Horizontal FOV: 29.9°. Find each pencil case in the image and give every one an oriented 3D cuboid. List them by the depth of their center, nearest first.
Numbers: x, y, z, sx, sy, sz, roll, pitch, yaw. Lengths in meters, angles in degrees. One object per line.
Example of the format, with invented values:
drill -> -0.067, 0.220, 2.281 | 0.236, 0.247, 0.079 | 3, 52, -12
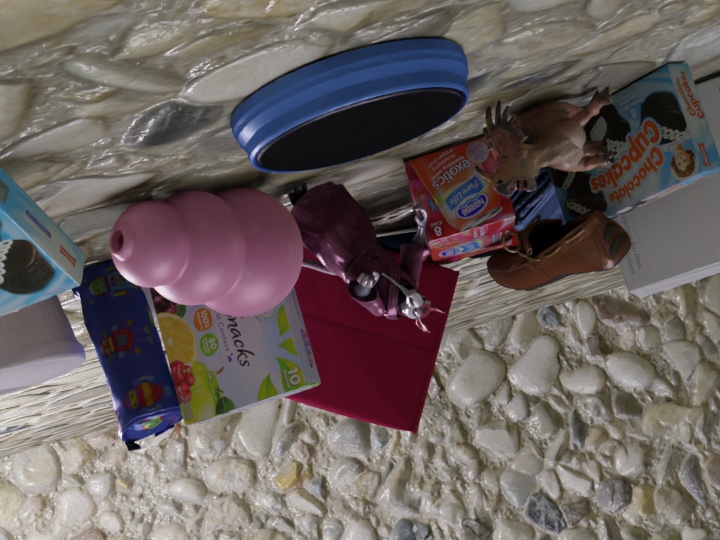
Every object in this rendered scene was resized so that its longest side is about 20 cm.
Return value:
pencil case -> -0.247, 0.088, 1.448 | 0.078, 0.201, 0.087 | -23, 158, 1

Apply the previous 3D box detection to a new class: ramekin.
ramekin -> -0.407, 0.080, 1.457 | 0.201, 0.095, 0.202 | -17, 172, -3

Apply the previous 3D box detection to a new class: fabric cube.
fabric cube -> -0.001, 0.075, 1.617 | 0.198, 0.201, 0.196 | 15, 174, 5

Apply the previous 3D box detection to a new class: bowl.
bowl -> -0.005, -0.129, 1.094 | 0.200, 0.040, 0.201 | -17, 171, -3

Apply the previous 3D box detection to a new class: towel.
towel -> 0.244, -0.099, 1.690 | 0.112, 0.049, 0.200 | -48, 159, 21

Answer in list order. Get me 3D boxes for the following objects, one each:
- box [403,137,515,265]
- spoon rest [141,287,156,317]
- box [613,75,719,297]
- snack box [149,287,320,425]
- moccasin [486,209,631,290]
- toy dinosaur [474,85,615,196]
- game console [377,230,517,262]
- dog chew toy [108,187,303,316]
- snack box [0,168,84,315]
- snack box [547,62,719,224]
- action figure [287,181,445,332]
box -> 0.111, -0.072, 1.494 | 0.099, 0.096, 0.200 | -16, 172, 2
spoon rest -> -0.162, 0.009, 1.481 | 0.199, 0.100, 0.061 | -18, 170, 33
box -> 0.371, -0.094, 1.518 | 0.199, 0.200, 0.131 | -19, 171, 15
snack box -> -0.136, 0.043, 1.391 | 0.142, 0.201, 0.053 | -19, 170, 14
moccasin -> 0.201, -0.026, 1.454 | 0.074, 0.078, 0.201 | -46, -165, -23
toy dinosaur -> 0.176, -0.132, 1.323 | 0.135, 0.086, 0.200 | -7, -171, 5
game console -> 0.116, -0.073, 1.773 | 0.199, 0.119, 0.173 | -11, 138, -40
dog chew toy -> -0.149, -0.020, 1.262 | 0.124, 0.125, 0.199 | -24, 161, 39
snack box -> -0.327, -0.003, 1.031 | 0.199, 0.037, 0.116 | -20, 133, 20
snack box -> 0.281, -0.125, 1.421 | 0.037, 0.117, 0.200 | -10, 169, -38
action figure -> 0.000, 0.000, 1.381 | 0.134, 0.200, 0.149 | -28, 157, -40
